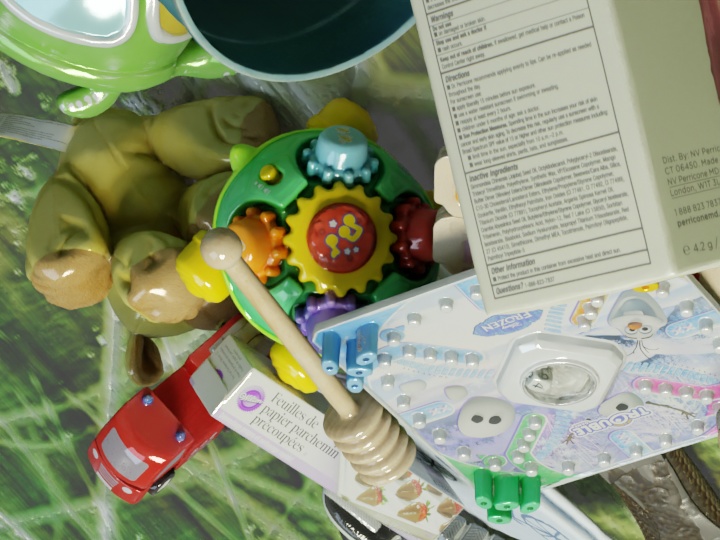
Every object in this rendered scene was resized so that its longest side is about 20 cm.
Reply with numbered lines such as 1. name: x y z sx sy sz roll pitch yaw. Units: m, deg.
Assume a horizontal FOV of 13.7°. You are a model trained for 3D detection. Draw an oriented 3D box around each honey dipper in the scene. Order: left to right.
1. honey dipper: -0.029 0.044 1.631 0.038 0.038 0.200 11 147 43

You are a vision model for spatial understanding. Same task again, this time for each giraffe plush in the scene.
1. giraffe plush: -0.124 -0.014 1.844 0.200 0.173 0.162 29 156 35

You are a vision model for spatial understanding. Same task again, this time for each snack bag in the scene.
1. snack bag: 0.061 0.117 1.837 0.189 0.021 0.200 39 168 -23

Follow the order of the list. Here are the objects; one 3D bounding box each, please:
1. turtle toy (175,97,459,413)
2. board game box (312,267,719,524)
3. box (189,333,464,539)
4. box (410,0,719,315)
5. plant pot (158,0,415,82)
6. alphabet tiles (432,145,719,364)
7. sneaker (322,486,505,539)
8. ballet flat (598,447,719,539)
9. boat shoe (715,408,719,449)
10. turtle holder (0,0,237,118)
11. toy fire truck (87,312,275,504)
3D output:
1. turtle toy: 0.000 0.000 1.691 0.200 0.146 0.101 44 172 -4
2. board game box: 0.108 0.061 1.622 0.200 0.026 0.200 -20 138 26
3. box: -0.018 0.103 1.774 0.200 0.039 0.041 35 -170 -40
4. box: 0.113 -0.091 1.412 0.128 0.109 0.200 -13 90 48
5. plant pot: -0.064 -0.222 1.484 0.188 0.200 0.200 38 153 41
6. alphabet tiles: 0.137 -0.021 1.569 0.200 0.015 0.196 8 141 7
7. sneaker: 0.054 0.193 1.965 0.200 0.075 0.115 45 171 -2
8. ballet flat: 0.186 0.141 1.770 0.067 0.046 0.200 -23 120 24
9. boat shoe: 0.259 0.134 1.635 0.072 0.076 0.200 -22 138 15
10. turtle holder: -0.137 -0.168 1.675 0.186 0.141 0.132 44 134 17
11. toy fire truck: -0.068 0.048 1.791 0.049 0.200 0.141 47 150 7
